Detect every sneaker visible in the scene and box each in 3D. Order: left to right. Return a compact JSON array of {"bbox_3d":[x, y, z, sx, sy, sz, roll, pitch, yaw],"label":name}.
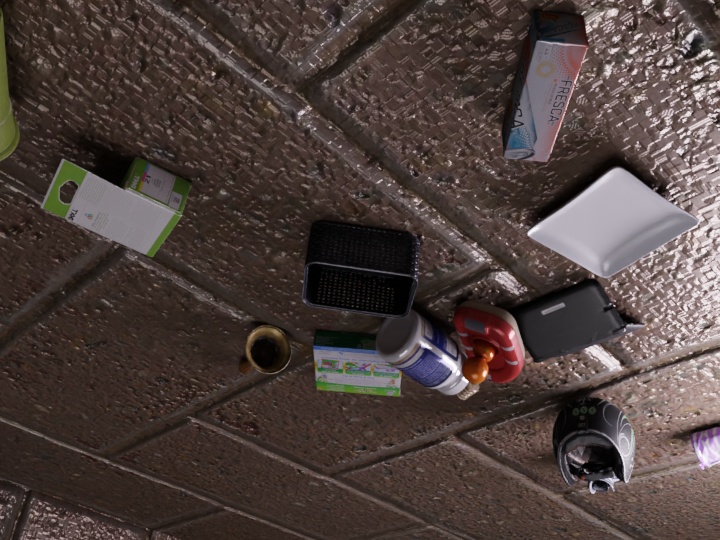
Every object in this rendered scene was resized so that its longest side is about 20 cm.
[{"bbox_3d":[0.644,0.539,1.906,0.070,0.110,0.200,-22,135,33],"label":"sneaker"}]

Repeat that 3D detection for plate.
[{"bbox_3d":[0.406,-0.079,1.192,0.198,0.033,0.200,24,139,-24],"label":"plate"}]

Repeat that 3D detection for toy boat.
[{"bbox_3d":[0.240,0.161,1.428,0.129,0.132,0.201,16,151,34],"label":"toy boat"}]

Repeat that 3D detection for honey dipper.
[{"bbox_3d":[0.282,0.229,1.613,0.038,0.038,0.200,23,138,-21],"label":"honey dipper"}]

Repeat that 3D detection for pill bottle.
[{"bbox_3d":[0.133,0.170,1.488,0.115,0.117,0.199,-26,132,35],"label":"pill bottle"}]

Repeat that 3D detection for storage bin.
[{"bbox_3d":[0.000,0.000,1.304,0.197,0.095,0.136,7,143,-3],"label":"storage bin"}]

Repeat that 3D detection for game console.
[{"bbox_3d":[0.422,0.099,1.436,0.199,0.116,0.177,-28,101,36],"label":"game console"}]

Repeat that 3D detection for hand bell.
[{"bbox_3d":[-0.234,0.196,1.623,0.103,0.105,0.200,20,154,-18],"label":"hand bell"}]

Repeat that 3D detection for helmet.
[{"bbox_3d":[0.528,0.389,1.659,0.197,0.191,0.203,6,108,20],"label":"helmet"}]

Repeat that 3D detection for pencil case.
[{"bbox_3d":[0.878,0.402,1.714,0.083,0.086,0.199,31,136,-32],"label":"pencil case"}]

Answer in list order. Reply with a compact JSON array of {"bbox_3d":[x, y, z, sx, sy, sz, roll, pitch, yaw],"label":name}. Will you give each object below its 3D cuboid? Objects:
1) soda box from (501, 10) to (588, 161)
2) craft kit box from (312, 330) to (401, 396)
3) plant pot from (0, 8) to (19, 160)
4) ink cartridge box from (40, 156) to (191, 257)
[{"bbox_3d":[0.242,-0.240,0.979,0.067,0.064,0.201,5,142,1],"label":"soda box"},{"bbox_3d":[-0.003,0.209,1.621,0.197,0.049,0.199,5,140,2],"label":"craft kit box"},{"bbox_3d":[-0.549,-0.272,0.972,0.198,0.202,0.191,18,128,-16],"label":"plant pot"},{"bbox_3d":[-0.404,-0.124,1.214,0.198,0.077,0.148,26,139,-23],"label":"ink cartridge box"}]
